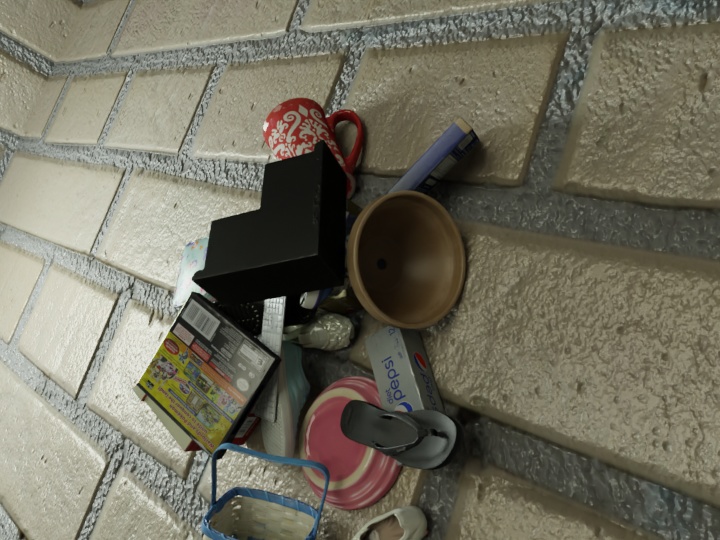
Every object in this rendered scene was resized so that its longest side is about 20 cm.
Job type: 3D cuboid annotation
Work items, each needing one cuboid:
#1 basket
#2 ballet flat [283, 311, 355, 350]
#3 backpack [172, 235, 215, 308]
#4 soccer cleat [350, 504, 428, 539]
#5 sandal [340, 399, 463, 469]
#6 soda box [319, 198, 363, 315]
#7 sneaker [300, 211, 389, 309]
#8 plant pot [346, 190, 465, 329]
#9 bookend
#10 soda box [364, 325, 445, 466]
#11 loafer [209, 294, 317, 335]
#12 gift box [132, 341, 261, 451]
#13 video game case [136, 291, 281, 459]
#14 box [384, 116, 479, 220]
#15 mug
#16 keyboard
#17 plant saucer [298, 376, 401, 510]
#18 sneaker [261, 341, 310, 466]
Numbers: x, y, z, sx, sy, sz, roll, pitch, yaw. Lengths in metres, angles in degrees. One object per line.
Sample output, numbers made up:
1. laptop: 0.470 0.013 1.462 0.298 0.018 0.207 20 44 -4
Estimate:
1. basket: -0.139 0.363 0.880 0.175 0.139 0.201 8 96 10
2. ballet flat: -0.098 0.109 1.038 0.199 0.072 0.072 0 71 42
3. backpack: -0.257 0.016 1.165 0.199 0.150 0.179 -10 64 31
4. soccer cleat: 0.007 0.388 0.826 0.200 0.077 0.069 -45 49 15
5. sandal: 0.045 0.219 0.807 0.199 0.043 0.077 -2 71 40
6. soda box: -0.036 -0.026 1.054 0.067 0.064 0.201 -20 59 31
7. sneaker: 0.000 0.000 0.954 0.081 0.146 0.201 -55 12 50
8. plant pot: 0.054 -0.014 0.900 0.093 0.200 0.202 -5 66 58
9. bookend: -0.128 -0.066 0.889 0.199 0.092 0.200 -11 58 18
10. soda box: 0.071 0.179 0.876 0.068 0.063 0.201 -33 53 24
11. loafer: -0.167 0.069 1.016 0.199 0.071 0.073 -5 102 5
12. gift box: -0.263 0.198 1.065 0.187 0.200 0.185 39 93 27
13. video game case: -0.242 0.160 0.943 0.200 0.025 0.181 33 93 26
14. box: 0.104 -0.152 0.961 0.032 0.121 0.200 45 104 9
15. mug: -0.080 -0.228 1.138 0.177 0.133 0.201 -41 54 20
16. keyboard: -0.142 0.132 0.944 0.056 0.011 0.201 1 86 54
17. plant saucer: -0.024 0.261 0.926 0.200 0.051 0.202 -16 62 32
18. sneaker: -0.112 0.210 0.969 0.074 0.082 0.201 -27 62 50
